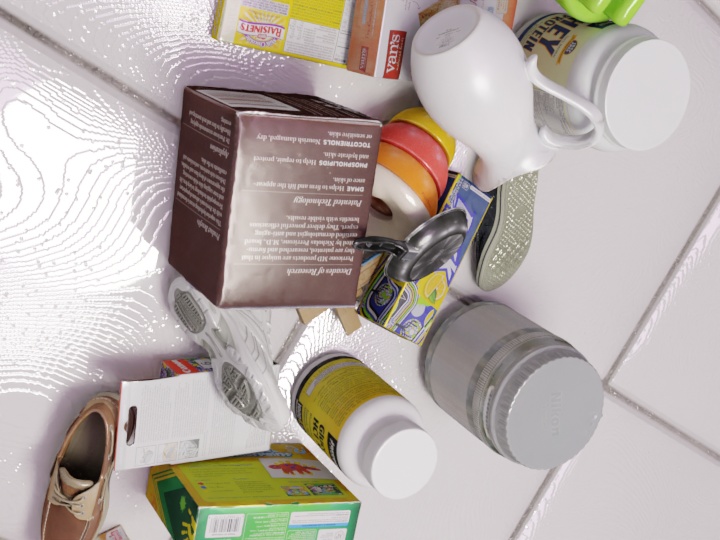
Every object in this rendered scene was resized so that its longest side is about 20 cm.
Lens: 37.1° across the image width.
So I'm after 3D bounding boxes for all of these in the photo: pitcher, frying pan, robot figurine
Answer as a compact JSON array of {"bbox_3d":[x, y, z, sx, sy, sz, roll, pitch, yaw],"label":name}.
[{"bbox_3d":[0.157,-0.190,1.155,0.200,0.170,0.122,52,36,-37],"label":"pitcher"},{"bbox_3d":[0.066,-0.033,1.153,0.115,0.031,0.190,-40,161,5],"label":"frying pan"},{"bbox_3d":[0.252,-0.359,1.214,0.174,0.201,0.116,12,124,-33],"label":"robot figurine"}]

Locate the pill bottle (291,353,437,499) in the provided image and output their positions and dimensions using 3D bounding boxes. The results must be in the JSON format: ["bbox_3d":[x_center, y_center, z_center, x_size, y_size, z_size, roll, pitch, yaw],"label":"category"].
[{"bbox_3d":[0.005,0.183,1.259,0.111,0.200,0.114,-9,111,-25],"label":"pill bottle"}]

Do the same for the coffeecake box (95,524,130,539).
[{"bbox_3d":[-0.334,0.412,1.232,0.199,0.073,0.155,-24,116,-20],"label":"coffeecake box"}]

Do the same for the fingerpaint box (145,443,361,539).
[{"bbox_3d":[-0.126,0.265,1.237,0.198,0.167,0.074,5,103,-30],"label":"fingerpaint box"}]

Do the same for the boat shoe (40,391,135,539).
[{"bbox_3d":[-0.309,0.229,1.170,0.075,0.072,0.202,17,93,6],"label":"boat shoe"}]

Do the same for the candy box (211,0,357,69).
[{"bbox_3d":[-0.058,-0.281,1.167,0.198,0.026,0.103,7,105,-30],"label":"candy box"}]

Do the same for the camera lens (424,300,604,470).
[{"bbox_3d":[0.185,0.139,1.340,0.158,0.200,0.162,-9,111,-24],"label":"camera lens"}]

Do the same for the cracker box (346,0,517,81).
[{"bbox_3d":[0.085,-0.281,1.208,0.198,0.058,0.135,-3,109,-38],"label":"cracker box"}]

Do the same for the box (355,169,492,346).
[{"bbox_3d":[0.077,-0.019,1.284,0.070,0.064,0.202,29,85,-37],"label":"box"}]

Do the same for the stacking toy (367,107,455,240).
[{"bbox_3d":[0.064,-0.136,1.244,0.201,0.145,0.146,-53,124,-23],"label":"stacking toy"}]

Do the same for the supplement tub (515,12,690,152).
[{"bbox_3d":[0.273,-0.221,1.263,0.144,0.200,0.147,-9,111,-25],"label":"supplement tub"}]

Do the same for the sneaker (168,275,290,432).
[{"bbox_3d":[-0.123,0.080,1.190,0.099,0.078,0.201,-28,88,-43],"label":"sneaker"}]

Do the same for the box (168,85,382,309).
[{"bbox_3d":[-0.096,-0.080,1.135,0.163,0.166,0.202,-1,108,-29],"label":"box"}]

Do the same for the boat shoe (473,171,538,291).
[{"bbox_3d":[0.175,-0.065,1.349,0.074,0.062,0.202,-16,129,-28],"label":"boat shoe"}]

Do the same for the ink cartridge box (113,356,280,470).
[{"bbox_3d":[-0.191,0.158,1.219,0.198,0.050,0.110,-2,107,-36],"label":"ink cartridge box"}]

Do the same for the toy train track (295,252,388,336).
[{"bbox_3d":[0.000,0.000,1.295,0.199,0.032,0.116,-33,120,-23],"label":"toy train track"}]
